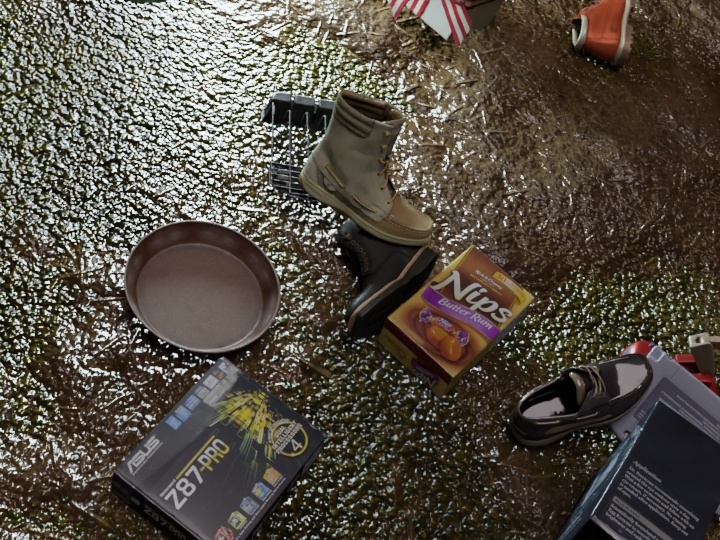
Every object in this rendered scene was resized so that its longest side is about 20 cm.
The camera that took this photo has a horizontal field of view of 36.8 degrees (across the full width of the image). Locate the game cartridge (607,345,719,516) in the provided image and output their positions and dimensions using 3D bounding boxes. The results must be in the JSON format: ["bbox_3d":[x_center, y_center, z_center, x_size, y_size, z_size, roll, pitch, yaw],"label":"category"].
[{"bbox_3d":[0.416,0.212,1.388,0.199,0.041,0.134,41,87,12],"label":"game cartridge"}]

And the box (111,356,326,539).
[{"bbox_3d":[-0.155,0.215,1.214,0.160,0.049,0.200,34,50,12],"label":"box"}]

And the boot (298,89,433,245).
[{"bbox_3d":[0.031,-0.133,1.423,0.198,0.156,0.072,28,34,-1],"label":"boot"}]

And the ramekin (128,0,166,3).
[{"bbox_3d":[-0.346,-0.523,1.688,0.196,0.098,0.203,10,50,-12],"label":"ramekin"}]

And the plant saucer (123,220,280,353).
[{"bbox_3d":[-0.199,0.026,1.356,0.196,0.035,0.203,10,50,-12],"label":"plant saucer"}]

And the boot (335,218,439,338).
[{"bbox_3d":[0.000,0.000,1.433,0.137,0.078,0.200,34,36,14],"label":"boot"}]

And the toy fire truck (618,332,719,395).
[{"bbox_3d":[0.455,0.123,1.450,0.196,0.142,0.049,12,49,-11],"label":"toy fire truck"}]

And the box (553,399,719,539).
[{"bbox_3d":[0.305,0.291,1.227,0.117,0.198,0.200,36,49,12],"label":"box"}]

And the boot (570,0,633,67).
[{"bbox_3d":[0.432,-0.460,1.949,0.105,0.076,0.203,13,51,-3],"label":"boot"}]

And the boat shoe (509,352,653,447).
[{"bbox_3d":[0.281,0.159,1.357,0.197,0.074,0.075,-27,62,-5],"label":"boat shoe"}]

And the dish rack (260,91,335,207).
[{"bbox_3d":[-0.066,-0.167,1.545,0.150,0.055,0.203,7,53,-13],"label":"dish rack"}]

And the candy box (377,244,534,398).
[{"bbox_3d":[0.129,0.063,1.434,0.116,0.057,0.199,40,49,14],"label":"candy box"}]

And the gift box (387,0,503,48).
[{"bbox_3d":[0.155,-0.489,1.799,0.184,0.202,0.186,38,35,17],"label":"gift box"}]
